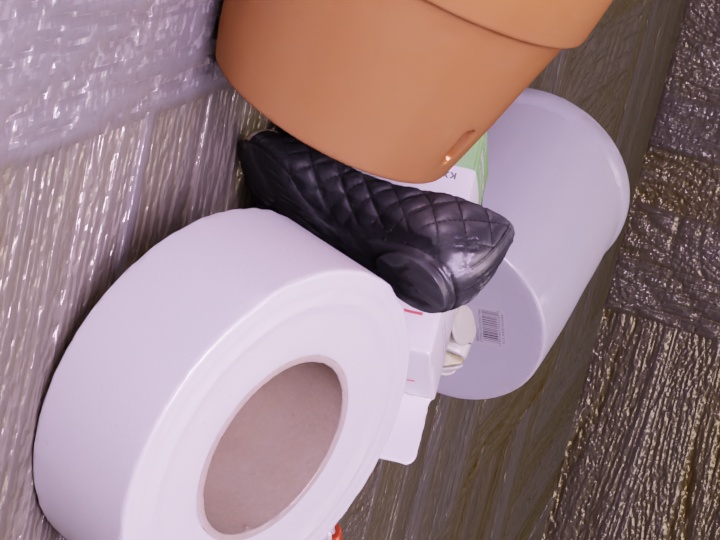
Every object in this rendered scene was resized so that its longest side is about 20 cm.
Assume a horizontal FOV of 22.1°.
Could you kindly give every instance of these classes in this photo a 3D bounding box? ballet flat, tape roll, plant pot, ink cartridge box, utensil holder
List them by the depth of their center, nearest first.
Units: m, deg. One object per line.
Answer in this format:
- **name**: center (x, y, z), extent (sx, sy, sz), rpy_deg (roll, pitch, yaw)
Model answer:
- **tape roll**: center (-0.066, 0.074, 0.928), extent (0.202, 0.071, 0.204), rpy_deg (-35, 142, -33)
- **plant pot**: center (0.015, -0.139, 0.932), extent (0.141, 0.199, 0.200), rpy_deg (-60, 171, 20)
- **ballet flat**: center (0.002, -0.030, 0.981), extent (0.057, 0.199, 0.067), rpy_deg (-35, 131, -25)
- **ink cartridge box**: center (0.000, 0.000, 1.068), extent (0.068, 0.116, 0.202), rpy_deg (84, 18, -62)
- **ballet flat**: center (0.046, 0.042, 1.241), extent (0.200, 0.069, 0.070), rpy_deg (76, 33, -74)
- **utensil holder**: center (0.102, -0.021, 1.445), extent (0.200, 0.168, 0.171), rpy_deg (-53, 157, -47)

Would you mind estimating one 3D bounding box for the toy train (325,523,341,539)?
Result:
- **toy train**: center (-0.036, 0.085, 1.212), extent (0.150, 0.055, 0.202), rpy_deg (71, 23, -79)
